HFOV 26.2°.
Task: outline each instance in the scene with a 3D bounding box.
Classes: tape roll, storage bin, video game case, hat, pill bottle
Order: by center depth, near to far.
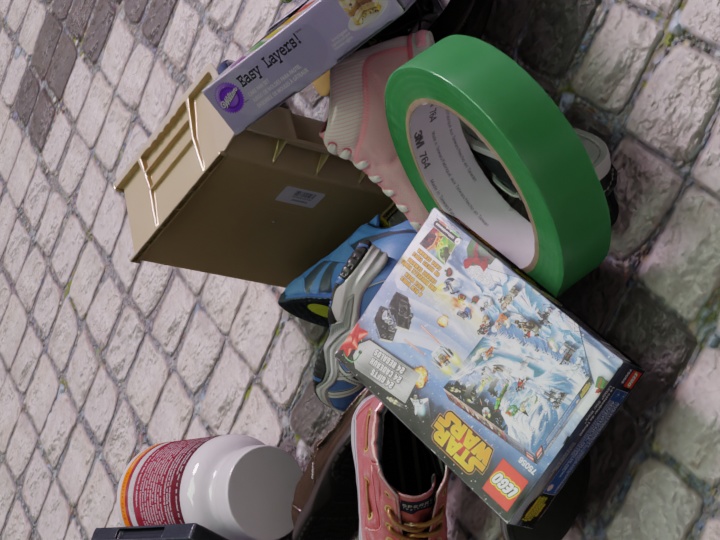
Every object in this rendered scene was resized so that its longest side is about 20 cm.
[{"bbox_3d":[0.097,-0.072,1.120,0.201,0.048,0.201,48,160,23],"label":"tape roll"},{"bbox_3d":[0.064,-0.224,1.327,0.200,0.081,0.202,-31,47,38],"label":"hat"},{"bbox_3d":[-0.086,-0.079,1.400,0.199,0.199,0.094,-44,46,40],"label":"storage bin"},{"bbox_3d":[-0.145,0.270,1.423,0.200,0.143,0.019,-16,47,53],"label":"video game case"},{"bbox_3d":[-0.139,0.213,1.457,0.200,0.112,0.114,-15,66,54],"label":"pill bottle"}]

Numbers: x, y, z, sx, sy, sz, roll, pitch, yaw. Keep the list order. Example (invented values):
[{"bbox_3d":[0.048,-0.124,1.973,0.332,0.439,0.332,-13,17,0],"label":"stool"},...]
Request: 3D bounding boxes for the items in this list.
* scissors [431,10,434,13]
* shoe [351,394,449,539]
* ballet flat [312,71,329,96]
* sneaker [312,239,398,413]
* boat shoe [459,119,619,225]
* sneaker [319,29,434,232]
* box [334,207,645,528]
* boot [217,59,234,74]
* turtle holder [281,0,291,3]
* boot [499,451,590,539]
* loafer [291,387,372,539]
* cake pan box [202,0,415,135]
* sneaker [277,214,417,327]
[{"bbox_3d":[0.061,-0.172,1.385,0.073,0.014,0.201,-35,52,43],"label":"scissors"},{"bbox_3d":[0.035,0.191,1.187,0.091,0.071,0.201,133,128,-77],"label":"shoe"},{"bbox_3d":[-0.016,-0.263,1.485,0.201,0.063,0.069,-63,35,21],"label":"ballet flat"},{"bbox_3d":[0.011,0.063,1.290,0.076,0.077,0.200,-57,-14,-35],"label":"sneaker"},{"bbox_3d":[0.131,-0.085,1.195,0.200,0.075,0.061,51,166,58],"label":"boat shoe"},{"bbox_3d":[0.025,-0.090,1.257,0.075,0.104,0.201,-85,-16,-64],"label":"sneaker"},{"bbox_3d":[0.086,0.066,1.097,0.200,0.040,0.137,42,102,36],"label":"box"},{"bbox_3d":[-0.116,-0.148,1.585,0.200,0.072,0.091,44,121,54],"label":"boot"},{"bbox_3d":[-0.053,-0.362,1.530,0.141,0.185,0.132,48,125,14],"label":"turtle holder"},{"bbox_3d":[0.098,0.122,1.188,0.174,0.069,0.201,-23,56,58],"label":"boot"},{"bbox_3d":[-0.013,0.154,1.318,0.200,0.073,0.071,-56,37,32],"label":"loafer"},{"bbox_3d":[-0.017,-0.203,1.229,0.200,0.052,0.184,-32,12,36],"label":"cake pan box"},{"bbox_3d":[0.000,0.000,1.375,0.200,0.066,0.079,-19,51,53],"label":"sneaker"}]
